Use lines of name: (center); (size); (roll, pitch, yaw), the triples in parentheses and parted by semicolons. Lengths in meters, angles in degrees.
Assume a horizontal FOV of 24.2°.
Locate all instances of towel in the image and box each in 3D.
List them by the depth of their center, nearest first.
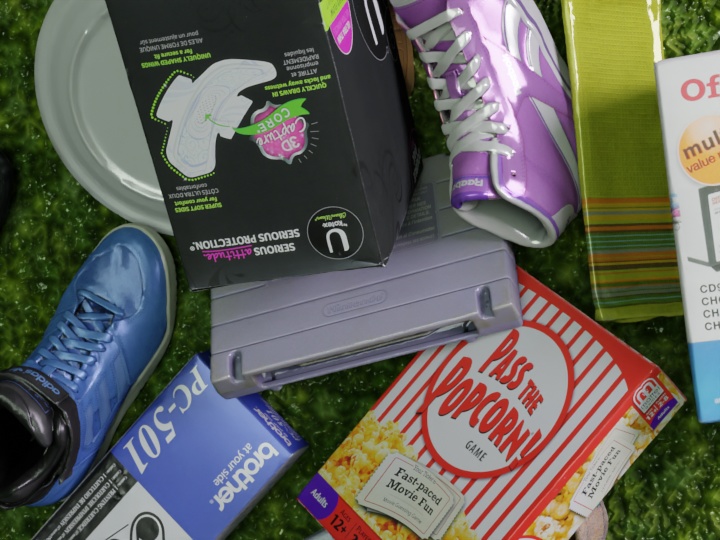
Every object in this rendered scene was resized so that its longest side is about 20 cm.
towel: (0.162, -0.071, 1.012); (0.018, 0.085, 0.203); (-7, 89, 48)

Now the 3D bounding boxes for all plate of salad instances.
plate of salad: (-0.117, -0.118, 1.096); (0.197, 0.048, 0.202); (5, 115, 11)

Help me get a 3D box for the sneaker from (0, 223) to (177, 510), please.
sneaker: (-0.190, 0.065, 1.096); (0.076, 0.111, 0.202); (28, 98, 13)

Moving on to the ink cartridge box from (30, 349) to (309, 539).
ink cartridge box: (-0.135, 0.157, 1.117); (0.094, 0.044, 0.200); (44, 101, 9)

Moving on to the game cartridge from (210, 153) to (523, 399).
game cartridge: (0.000, 0.000, 1.051); (0.198, 0.039, 0.131); (-15, 49, 16)

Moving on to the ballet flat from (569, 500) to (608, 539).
ballet flat: (0.066, 0.200, 1.015); (0.068, 0.067, 0.200); (45, 102, 11)

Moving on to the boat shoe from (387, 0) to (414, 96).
boat shoe: (-0.033, -0.189, 1.075); (0.069, 0.071, 0.202); (-26, 90, 34)

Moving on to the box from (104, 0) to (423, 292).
box: (-0.050, -0.114, 0.970); (0.123, 0.149, 0.202); (-6, 114, 16)

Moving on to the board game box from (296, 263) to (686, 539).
board game box: (0.074, 0.107, 0.996); (0.200, 0.046, 0.151); (-50, 42, -3)

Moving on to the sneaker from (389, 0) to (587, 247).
sneaker: (0.068, -0.101, 0.979); (0.201, 0.115, 0.072); (47, 141, -18)

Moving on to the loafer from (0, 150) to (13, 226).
loafer: (-0.313, -0.006, 1.150); (0.068, 0.070, 0.201); (44, 102, 10)

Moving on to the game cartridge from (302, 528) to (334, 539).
game cartridge: (0.051, 0.211, 1.072); (0.198, 0.040, 0.135); (-12, 84, 15)

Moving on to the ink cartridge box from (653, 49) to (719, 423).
ink cartridge box: (0.255, -0.027, 0.952); (0.145, 0.145, 0.203); (-7, 88, 16)
